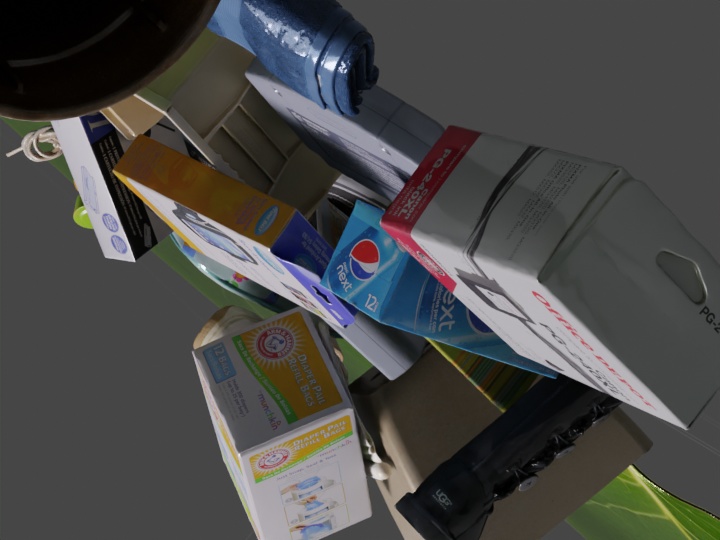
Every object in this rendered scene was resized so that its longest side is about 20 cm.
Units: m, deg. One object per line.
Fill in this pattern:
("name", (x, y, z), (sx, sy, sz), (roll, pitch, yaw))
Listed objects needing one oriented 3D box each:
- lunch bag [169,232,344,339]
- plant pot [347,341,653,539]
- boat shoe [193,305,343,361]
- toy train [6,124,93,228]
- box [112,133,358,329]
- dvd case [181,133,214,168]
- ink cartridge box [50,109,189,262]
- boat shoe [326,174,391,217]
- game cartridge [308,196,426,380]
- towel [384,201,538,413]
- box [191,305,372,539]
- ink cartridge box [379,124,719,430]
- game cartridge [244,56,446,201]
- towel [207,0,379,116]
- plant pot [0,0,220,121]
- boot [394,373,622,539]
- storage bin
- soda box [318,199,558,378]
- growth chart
("lunch bag", (-0.079, -0.025, 1.838), (0.199, 0.077, 0.161), (27, -166, -26))
("plant pot", (0.098, 0.133, 1.748), (0.177, 0.200, 0.200), (54, 171, -5))
("boat shoe", (-0.069, 0.083, 1.803), (0.069, 0.074, 0.200), (45, -163, 27))
("toy train", (-0.245, -0.088, 1.854), (0.199, 0.116, 0.085), (-20, 146, 27))
("box", (-0.079, -0.026, 1.479), (0.199, 0.042, 0.119), (24, 165, 39))
("dvd case", (-0.082, -0.071, 1.779), (0.200, 0.022, 0.146), (39, -165, 14))
("ink cartridge box", (-0.200, -0.118, 1.675), (0.044, 0.094, 0.201), (7, 126, 42))
("boat shoe", (0.041, -0.007, 1.596), (0.200, 0.066, 0.070), (37, 171, 15))
("game cartridge", (0.000, 0.000, 1.657), (0.133, 0.042, 0.200), (39, -159, -22))
("towel", (0.075, 0.019, 1.515), (0.200, 0.086, 0.018), (44, 170, -33))
("box", (-0.063, 0.137, 1.704), (0.200, 0.101, 0.113), (82, 164, -58))
("ink cartridge box", (0.122, 0.000, 1.201), (0.145, 0.084, 0.200), (42, 172, -26))
("game cartridge", (0.010, -0.088, 1.391), (0.200, 0.041, 0.133), (31, 173, 42))
("towel", (-0.078, -0.173, 1.265), (0.200, 0.049, 0.112), (37, 171, 11))
("plant pot", (-0.198, -0.215, 1.119), (0.198, 0.200, 0.200), (42, 177, 46))
("boot", (0.123, 0.137, 1.557), (0.066, 0.200, 0.165), (45, 177, 11))
("storage bin", (-0.131, -0.138, 1.539), (0.200, 0.094, 0.199), (32, 169, 38))
("soda box", (0.068, 0.015, 1.397), (0.199, 0.064, 0.068), (18, -171, -47))
("growth chart", (-0.021, 0.087, 1.716), (0.145, 0.018, 0.201), (-153, 42, -76))
